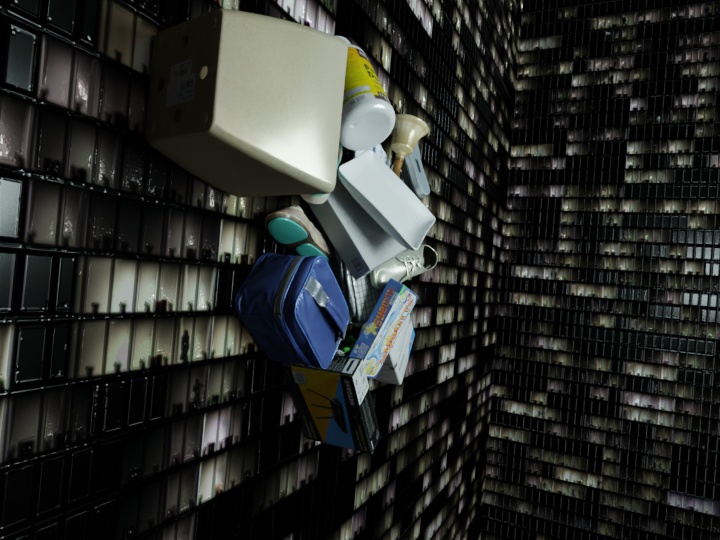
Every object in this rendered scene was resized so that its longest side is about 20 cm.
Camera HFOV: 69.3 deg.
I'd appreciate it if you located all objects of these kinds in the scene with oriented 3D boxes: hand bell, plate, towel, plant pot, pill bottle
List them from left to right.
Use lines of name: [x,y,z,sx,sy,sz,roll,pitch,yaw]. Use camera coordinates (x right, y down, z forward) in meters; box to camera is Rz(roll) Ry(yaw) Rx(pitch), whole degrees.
plant pot: [-0.153,-0.213,0.661,0.176,0.198,0.203,9,86,-53]
pill bottle: [-0.019,-0.321,0.927,0.109,0.109,0.202,37,27,-60]
towel: [0.000,0.000,1.092,0.165,0.085,0.202,-22,104,-47]
plate: [0.050,-0.134,0.990,0.200,0.032,0.200,46,29,-4]
hand bell: [0.092,-0.258,1.246,0.104,0.103,0.202,35,67,-61]

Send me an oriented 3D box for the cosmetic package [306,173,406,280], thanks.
cosmetic package: [-0.007,-0.098,0.995,0.150,0.052,0.201,-29,86,-49]

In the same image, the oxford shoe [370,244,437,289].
oxford shoe: [0.095,-0.013,1.093,0.199,0.057,0.076,-21,108,-44]

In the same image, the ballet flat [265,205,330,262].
ballet flat: [-0.111,-0.072,0.917,0.200,0.067,0.068,53,28,-61]

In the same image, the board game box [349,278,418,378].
board game box: [0.045,0.123,1.066,0.201,0.034,0.135,-62,158,-1]

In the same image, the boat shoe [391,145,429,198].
boat shoe: [0.120,-0.273,1.347,0.073,0.068,0.201,-4,73,-53]

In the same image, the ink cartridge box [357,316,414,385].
ink cartridge box: [0.067,0.165,1.264,0.201,0.085,0.148,69,35,-52]

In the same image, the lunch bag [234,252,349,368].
lunch bag: [-0.097,0.074,0.873,0.137,0.131,0.201,-66,148,-34]

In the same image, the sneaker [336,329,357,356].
sneaker: [-0.045,0.171,1.053,0.201,0.084,0.078,72,34,-40]

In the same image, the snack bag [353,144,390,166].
snack bag: [0.026,-0.213,1.189,0.200,0.021,0.191,38,54,-61]

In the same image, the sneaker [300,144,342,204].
sneaker: [-0.061,-0.212,0.914,0.080,0.071,0.202,116,-18,-50]

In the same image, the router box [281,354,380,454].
router box: [-0.052,0.245,0.976,0.051,0.148,0.202,-54,139,-48]
